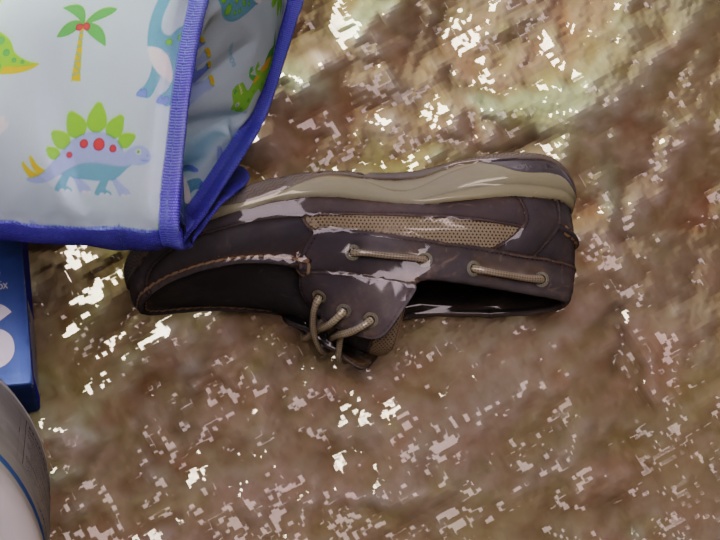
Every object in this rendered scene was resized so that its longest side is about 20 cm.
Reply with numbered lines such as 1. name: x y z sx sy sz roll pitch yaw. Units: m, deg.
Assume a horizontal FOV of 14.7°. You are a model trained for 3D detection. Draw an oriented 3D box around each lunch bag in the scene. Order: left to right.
1. lunch bag: -0.126 -0.093 1.165 0.170 0.128 0.200 4 53 16

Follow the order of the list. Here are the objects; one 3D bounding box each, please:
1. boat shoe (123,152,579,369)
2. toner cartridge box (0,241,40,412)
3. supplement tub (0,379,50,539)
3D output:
1. boat shoe: 0.000 0.000 1.194 0.199 0.075 0.074 -10 72 -5
2. toner cartridge box: -0.240 0.019 1.189 0.199 0.043 0.095 -6 70 -5
3. supplement tub: -0.183 0.101 1.065 0.132 0.200 0.132 -1 97 -7
